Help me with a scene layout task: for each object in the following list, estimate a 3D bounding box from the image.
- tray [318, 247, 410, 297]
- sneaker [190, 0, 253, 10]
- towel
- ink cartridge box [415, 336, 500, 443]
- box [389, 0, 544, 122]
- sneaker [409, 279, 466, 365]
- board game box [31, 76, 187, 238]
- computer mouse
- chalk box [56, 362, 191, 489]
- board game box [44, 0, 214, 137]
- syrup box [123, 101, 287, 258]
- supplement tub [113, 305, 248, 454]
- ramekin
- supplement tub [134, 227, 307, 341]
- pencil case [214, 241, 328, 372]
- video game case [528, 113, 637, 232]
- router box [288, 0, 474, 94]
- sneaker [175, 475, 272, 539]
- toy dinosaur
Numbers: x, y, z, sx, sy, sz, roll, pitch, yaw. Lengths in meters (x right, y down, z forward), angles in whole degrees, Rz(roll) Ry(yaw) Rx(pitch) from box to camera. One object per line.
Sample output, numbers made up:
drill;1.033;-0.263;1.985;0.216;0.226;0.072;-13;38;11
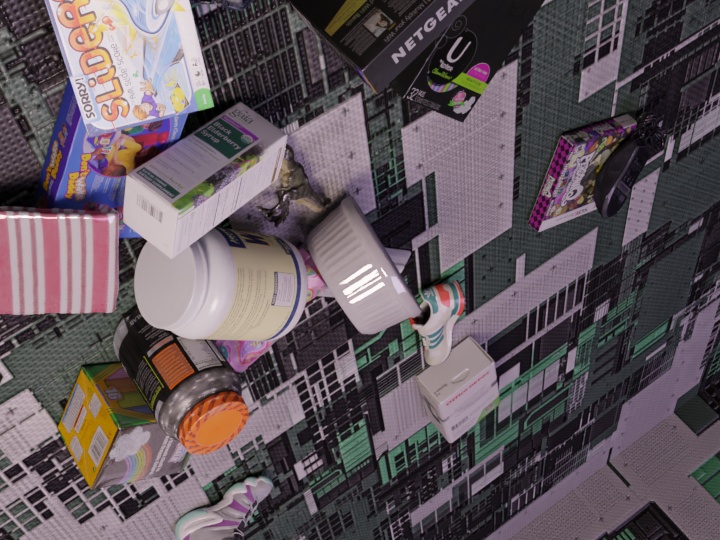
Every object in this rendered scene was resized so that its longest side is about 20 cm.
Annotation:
tray;0.001;0.008;1.607;0.199;0.022;0.108;6;123;-50
sneaker;-0.157;-0.302;1.018;0.198;0.081;0.074;-25;144;-24
towel;-0.370;-0.013;1.110;0.197;0.030;0.148;1;131;-17
ink cartridge box;0.204;0.247;2.047;0.145;0.084;0.201;-36;148;-11
box;0.112;-0.315;1.252;0.148;0.124;0.201;8;122;-52
sneaker;0.125;0.099;1.820;0.092;0.071;0.201;-5;137;-19
board game box;-0.281;-0.127;1.121;0.133;0.045;0.202;-5;132;-44
computer mouse;0.477;-0.191;1.805;0.202;0.052;0.138;-59;150;2
chalk box;-0.305;0.211;1.421;0.198;0.124;0.125;-1;129;-47
board game box;-0.230;-0.241;0.973;0.133;0.035;0.202;-15;126;-8
syrup box;-0.178;-0.109;1.159;0.200;0.078;0.082;-43;162;-40
supplement tub;-0.239;0.140;1.334;0.121;0.200;0.123;-27;146;-21
ramekin;0.000;0.000;1.442;0.094;0.204;0.203;-32;148;2
supplement tub;-0.181;0.018;1.307;0.199;0.145;0.146;7;124;-50
pencil case;-0.134;0.054;1.454;0.200;0.088;0.087;-44;148;2
video game case;0.403;-0.177;1.812;0.180;0.036;0.202;-20;141;-34
router box;0.038;-0.323;1.133;0.200;0.158;0.052;-43;148;2
sneaker;-0.221;0.471;1.795;0.198;0.140;0.078;-30;146;-17
toy dinosaur;-0.097;-0.102;1.354;0.088;0.047;0.200;-47;151;-4
